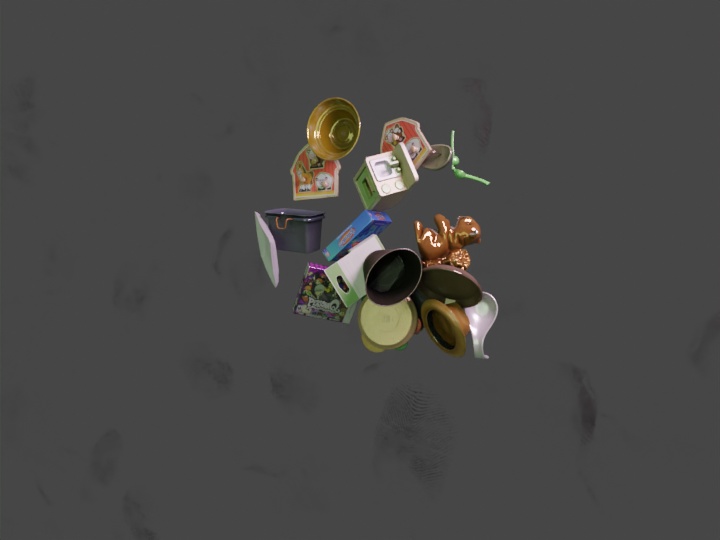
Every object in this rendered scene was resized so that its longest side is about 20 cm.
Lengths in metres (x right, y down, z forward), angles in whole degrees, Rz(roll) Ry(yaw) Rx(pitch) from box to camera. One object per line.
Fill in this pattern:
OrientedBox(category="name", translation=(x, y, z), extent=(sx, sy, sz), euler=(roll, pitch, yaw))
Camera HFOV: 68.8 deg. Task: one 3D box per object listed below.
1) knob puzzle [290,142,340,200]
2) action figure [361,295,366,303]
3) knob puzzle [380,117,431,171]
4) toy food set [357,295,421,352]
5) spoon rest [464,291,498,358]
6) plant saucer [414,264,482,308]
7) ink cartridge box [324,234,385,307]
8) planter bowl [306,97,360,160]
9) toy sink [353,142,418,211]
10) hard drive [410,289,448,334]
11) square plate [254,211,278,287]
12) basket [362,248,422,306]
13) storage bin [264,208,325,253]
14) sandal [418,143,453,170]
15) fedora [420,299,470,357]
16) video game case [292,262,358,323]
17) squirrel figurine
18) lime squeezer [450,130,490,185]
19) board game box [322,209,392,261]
OrientedBox(category="knob puzzle", translation=(-0.161, -0.347, 1.799), extent=(0.218, 0.030, 0.221), euler=(1, 92, 27))
OrientedBox(category="action figure", translation=(0.055, 0.136, 1.703), extent=(0.118, 0.055, 0.201), euler=(-33, 74, 26))
OrientedBox(category="knob puzzle", translation=(0.116, -0.382, 1.628), extent=(0.219, 0.030, 0.221), euler=(9, 102, 50))
OrientedBox(category="toy food set", translation=(0.087, 0.150, 1.625), extent=(0.197, 0.049, 0.201), euler=(-12, 82, 19))
OrientedBox(category="spoon rest", translation=(0.355, 0.163, 1.547), extent=(0.099, 0.061, 0.201), euler=(0, 93, 27))
OrientedBox(category="plant saucer", translation=(0.252, 0.043, 1.504), extent=(0.199, 0.200, 0.030), euler=(5, 57, 27))
OrientedBox(category="ink cartridge box", translation=(0.000, 0.000, 1.648), extent=(0.199, 0.048, 0.146), euler=(-33, 105, -7))
OrientedBox(category="planter bowl", translation=(-0.072, -0.456, 1.728), extent=(0.199, 0.083, 0.202), euler=(1, 92, 27))
OrientedBox(category="toy sink", translation=(0.069, -0.275, 1.591), extent=(0.131, 0.112, 0.200), euler=(68, 156, 8))
OrientedBox(category="hard drive", translation=(0.195, 0.084, 1.635), extent=(0.135, 0.042, 0.200), euler=(41, 108, 20))
OrientedBox(category="square plate", translation=(-0.319, -0.075, 1.811), extent=(0.200, 0.028, 0.199), euler=(-124, 27, -46))
OrientedBox(category="basket", translation=(0.078, 0.005, 1.537), extent=(0.180, 0.200, 0.136), euler=(-45, 102, 1))
OrientedBox(category="storage bin", translation=(-0.227, -0.134, 1.798), extent=(0.199, 0.145, 0.135), euler=(7, 105, 27))
OrientedBox(category="sandal", translation=(0.186, -0.355, 1.609), extent=(0.200, 0.057, 0.080), euler=(14, 93, 31))
OrientedBox(category="fedora", translation=(0.262, 0.157, 1.542), extent=(0.201, 0.082, 0.201), euler=(43, 152, 30))
OrientedBox(category="video game case", translation=(-0.100, 0.076, 1.702), extent=(0.036, 0.199, 0.182), euler=(-111, 39, -58))
OrientedBox(category="squirrel figurine", translation=(0.266, -0.068, 1.544), extent=(0.186, 0.142, 0.201), euler=(-11, 69, 10))
OrientedBox(category="lime squeezer", translation=(0.300, -0.321, 1.569), extent=(0.071, 0.038, 0.201), euler=(-36, 75, 23))
OrientedBox(category="board game box", translation=(-0.009, -0.108, 1.671), extent=(0.200, 0.152, 0.045), euler=(-42, 75, 23))
